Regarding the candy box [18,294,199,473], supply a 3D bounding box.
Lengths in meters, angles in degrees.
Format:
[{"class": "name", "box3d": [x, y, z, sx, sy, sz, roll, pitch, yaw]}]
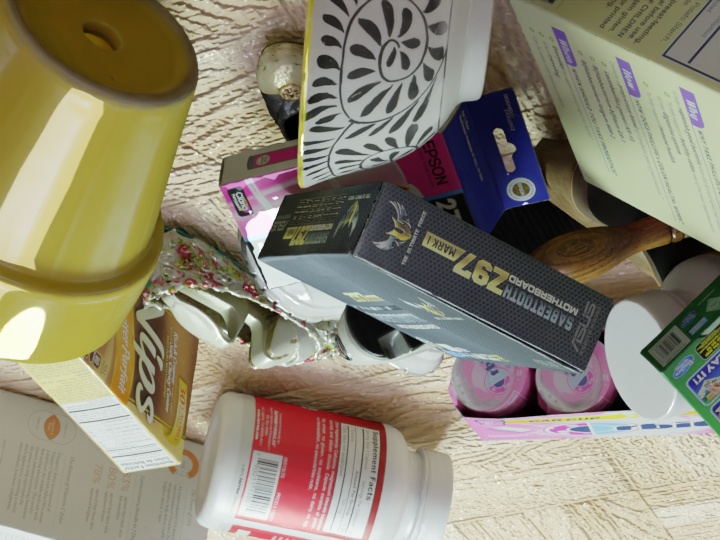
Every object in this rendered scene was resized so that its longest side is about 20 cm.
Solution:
[{"class": "candy box", "box3d": [-0.191, 0.049, 1.376, 0.055, 0.116, 0.200, -10, 142, 21]}]

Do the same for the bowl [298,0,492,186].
[{"class": "bowl", "box3d": [0.022, -0.141, 1.002, 0.093, 0.202, 0.202, 6, 145, 0]}]

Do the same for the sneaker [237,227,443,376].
[{"class": "sneaker", "box3d": [0.000, 0.000, 1.342, 0.199, 0.075, 0.087, 25, 125, -31]}]

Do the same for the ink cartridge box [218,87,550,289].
[{"class": "ink cartridge box", "box3d": [0.016, -0.051, 1.204, 0.198, 0.037, 0.095, -14, 128, 13]}]

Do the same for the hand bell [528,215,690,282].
[{"class": "hand bell", "box3d": [0.189, -0.028, 1.175, 0.198, 0.105, 0.105, -18, 145, -8]}]

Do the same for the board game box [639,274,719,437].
[{"class": "board game box", "box3d": [0.282, 0.022, 1.152, 0.200, 0.029, 0.135, -45, 126, 4]}]

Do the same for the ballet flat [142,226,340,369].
[{"class": "ballet flat", "box3d": [-0.088, 0.036, 1.391, 0.199, 0.064, 0.075, 27, 138, -28]}]

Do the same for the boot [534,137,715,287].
[{"class": "boot", "box3d": [0.187, -0.040, 1.269, 0.075, 0.074, 0.199, 22, 171, 47]}]

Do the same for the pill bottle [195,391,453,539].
[{"class": "pill bottle", "box3d": [-0.029, 0.173, 1.532, 0.198, 0.113, 0.113, 13, 144, -11]}]

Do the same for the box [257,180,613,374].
[{"class": "box", "box3d": [0.038, 0.005, 1.115, 0.157, 0.051, 0.200, 28, 171, -17]}]

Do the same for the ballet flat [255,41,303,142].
[{"class": "ballet flat", "box3d": [-0.012, -0.074, 1.231, 0.066, 0.057, 0.201, -9, 137, 24]}]

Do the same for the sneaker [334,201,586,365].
[{"class": "sneaker", "box3d": [0.067, 0.009, 1.294, 0.198, 0.075, 0.089, -22, 171, -18]}]

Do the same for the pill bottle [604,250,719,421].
[{"class": "pill bottle", "box3d": [0.267, 0.036, 1.243, 0.198, 0.112, 0.112, -14, 152, -25]}]

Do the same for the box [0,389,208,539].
[{"class": "box", "box3d": [-0.233, 0.199, 1.583, 0.198, 0.125, 0.098, 17, 143, -16]}]

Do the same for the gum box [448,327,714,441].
[{"class": "gum box", "box3d": [0.169, 0.085, 1.394, 0.198, 0.067, 0.114, -3, 166, 11]}]

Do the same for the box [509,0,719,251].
[{"class": "box", "box3d": [0.205, -0.098, 1.054, 0.199, 0.097, 0.176, 33, 163, 39]}]

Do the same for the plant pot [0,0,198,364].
[{"class": "plant pot", "box3d": [-0.195, -0.079, 1.151, 0.199, 0.202, 0.189, 21, 126, -22]}]
